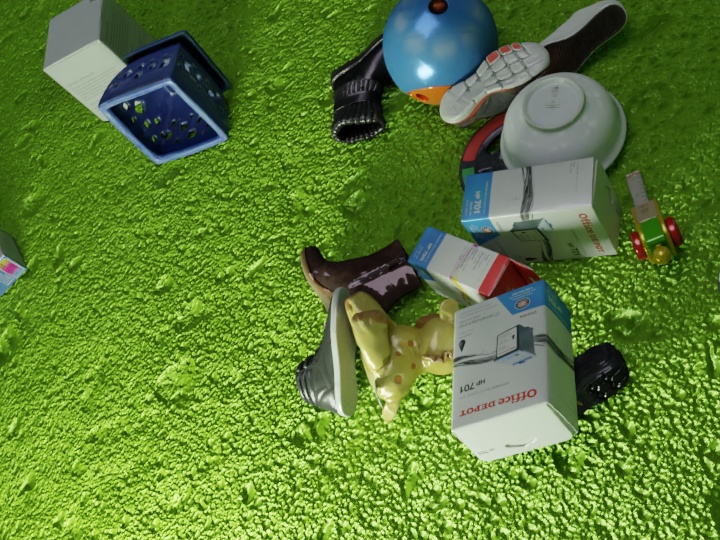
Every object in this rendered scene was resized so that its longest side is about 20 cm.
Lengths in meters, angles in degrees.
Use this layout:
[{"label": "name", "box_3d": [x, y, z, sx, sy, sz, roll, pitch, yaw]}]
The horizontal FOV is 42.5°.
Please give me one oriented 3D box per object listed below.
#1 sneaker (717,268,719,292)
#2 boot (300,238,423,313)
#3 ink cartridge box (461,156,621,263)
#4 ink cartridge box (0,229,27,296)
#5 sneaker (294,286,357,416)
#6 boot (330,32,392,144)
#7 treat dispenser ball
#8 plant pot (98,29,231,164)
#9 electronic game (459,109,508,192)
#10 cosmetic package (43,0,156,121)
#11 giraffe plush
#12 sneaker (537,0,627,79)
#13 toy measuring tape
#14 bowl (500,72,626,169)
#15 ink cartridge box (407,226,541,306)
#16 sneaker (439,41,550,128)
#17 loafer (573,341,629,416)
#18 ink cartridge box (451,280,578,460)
[{"label": "sneaker", "box_3d": [0.553, -0.027, 1.196, 0.200, 0.074, 0.085, -41, 50, 7]}, {"label": "boot", "box_3d": [0.000, 0.000, 1.544, 0.166, 0.072, 0.201, -36, 57, 8]}, {"label": "ink cartridge box", "box_3d": [0.267, -0.083, 1.364, 0.198, 0.146, 0.087, -4, 60, 31]}, {"label": "ink cartridge box", "box_3d": [-0.858, 0.013, 2.081, 0.200, 0.076, 0.137, -44, 49, 2]}, {"label": "sneaker", "box_3d": [-0.059, 0.128, 1.474, 0.098, 0.070, 0.203, -1, 90, 33]}, {"label": "boot", "box_3d": [0.032, -0.334, 1.699, 0.210, 0.079, 0.159, -31, 44, 28]}, {"label": "treat dispenser ball", "box_3d": [0.136, -0.386, 1.584, 0.199, 0.201, 0.203, -15, 57, 25]}, {"label": "plant pot", "box_3d": [-0.392, -0.368, 1.923, 0.198, 0.200, 0.182, -13, 52, 27]}, {"label": "electronic game", "box_3d": [0.252, -0.180, 1.498, 0.198, 0.042, 0.202, -15, 57, 25]}, {"label": "cosmetic package", "box_3d": [-0.583, -0.486, 2.104, 0.165, 0.200, 0.169, -21, 54, 21]}, {"label": "giraffe plush", "box_3d": [0.081, 0.113, 1.385, 0.160, 0.174, 0.201, -19, 41, -3]}, {"label": "sneaker", "box_3d": [0.351, -0.377, 1.543, 0.199, 0.073, 0.085, -32, 20, 22]}, {"label": "toy measuring tape", "box_3d": [0.417, -0.066, 1.329, 0.073, 0.074, 0.201, -24, 32, 19]}, {"label": "bowl", "box_3d": [0.303, -0.232, 1.423, 0.198, 0.090, 0.204, -10, 61, 18]}, {"label": "ink cartridge box", "box_3d": [0.181, 0.016, 1.383, 0.199, 0.116, 0.068, 25, 78, 40]}, {"label": "sneaker", "box_3d": [0.226, -0.300, 1.517, 0.198, 0.082, 0.078, -27, 62, 25]}, {"label": "loafer", "box_3d": [0.276, 0.171, 1.275, 0.200, 0.068, 0.071, -37, 29, 15]}, {"label": "ink cartridge box", "box_3d": [0.204, 0.133, 1.240, 0.145, 0.086, 0.202, -23, 39, 29]}]
